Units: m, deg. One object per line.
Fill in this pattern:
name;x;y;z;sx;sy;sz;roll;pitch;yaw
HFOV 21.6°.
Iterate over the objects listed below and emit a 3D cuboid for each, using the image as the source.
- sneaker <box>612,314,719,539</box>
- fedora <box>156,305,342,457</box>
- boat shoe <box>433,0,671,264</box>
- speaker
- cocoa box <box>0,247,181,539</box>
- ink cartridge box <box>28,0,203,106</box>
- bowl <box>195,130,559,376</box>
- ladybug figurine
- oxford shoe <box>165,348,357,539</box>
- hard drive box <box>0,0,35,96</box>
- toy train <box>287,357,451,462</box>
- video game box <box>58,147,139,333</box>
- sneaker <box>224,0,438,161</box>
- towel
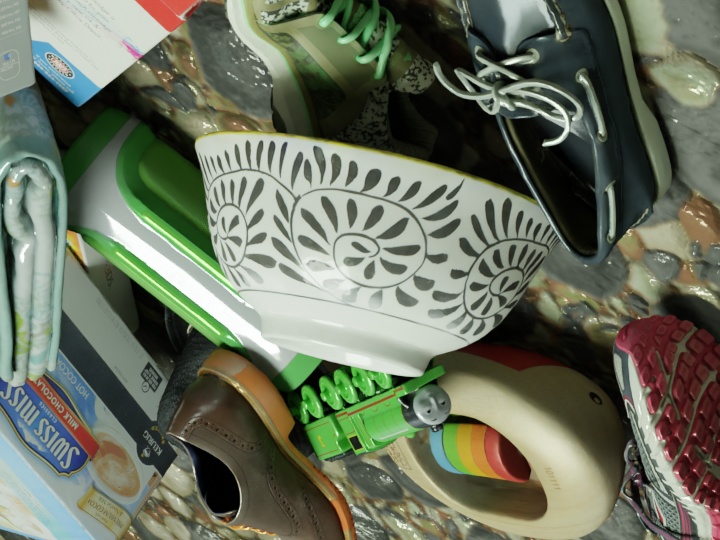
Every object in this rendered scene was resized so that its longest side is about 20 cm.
sneaker;0.177;0.110;1.049;0.075;0.081;0.200;7;134;41
fedora;-0.077;0.092;1.300;0.200;0.092;0.201;27;151;16
boat shoe;0.084;-0.087;0.880;0.075;0.062;0.200;13;145;39
speaker;-0.101;-0.013;1.176;0.200;0.088;0.088;39;152;-6
cocoa box;-0.237;0.089;1.342;0.133;0.131;0.200;7;143;38
ink cartridge box;-0.137;-0.173;0.985;0.116;0.067;0.200;44;151;-13
bowl;0.000;0.000;0.985;0.201;0.094;0.201;14;172;2
ladybug figurine;0.086;0.096;1.141;0.200;0.072;0.136;6;132;50
oxford shoe;-0.066;0.141;1.198;0.071;0.073;0.200;11;141;44
hard drive box;-0.243;-0.198;0.952;0.156;0.077;0.200;37;140;37
toy train;0.005;0.080;1.120;0.056;0.042;0.200;63;158;1
video game box;-0.254;-0.036;1.353;0.182;0.047;0.200;23;150;16
sneaker;-0.004;-0.118;0.935;0.089;0.077;0.200;12;152;21
towel;-0.221;-0.051;1.148;0.200;0.048;0.171;102;151;-43
